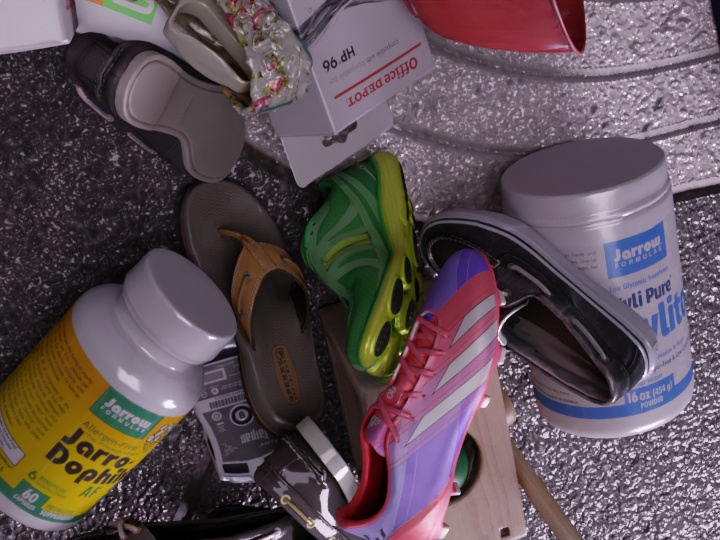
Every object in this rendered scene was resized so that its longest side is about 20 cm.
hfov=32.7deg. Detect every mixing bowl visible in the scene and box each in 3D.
[{"bbox_3d":[0.077,-0.233,0.828,0.107,0.201,0.203,-11,113,18],"label":"mixing bowl"}]

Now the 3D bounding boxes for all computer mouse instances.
[{"bbox_3d":[-0.085,0.131,0.975,0.108,0.044,0.203,-13,116,-4],"label":"computer mouse"}]

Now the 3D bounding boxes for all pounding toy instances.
[{"bbox_3d":[0.071,0.127,0.924,0.140,0.200,0.187,-16,112,-8],"label":"pounding toy"}]

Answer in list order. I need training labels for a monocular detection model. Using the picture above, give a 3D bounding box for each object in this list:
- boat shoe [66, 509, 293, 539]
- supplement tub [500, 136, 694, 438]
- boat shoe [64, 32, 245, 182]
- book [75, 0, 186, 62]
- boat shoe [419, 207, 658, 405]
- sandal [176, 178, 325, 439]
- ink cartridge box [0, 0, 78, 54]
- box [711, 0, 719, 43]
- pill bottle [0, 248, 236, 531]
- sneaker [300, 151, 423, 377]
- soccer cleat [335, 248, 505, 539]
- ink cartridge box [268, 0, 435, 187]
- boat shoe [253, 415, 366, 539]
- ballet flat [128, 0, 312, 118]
[{"bbox_3d":[-0.140,0.205,0.927,0.197,0.067,0.058,8,96,-28],"label":"boat shoe"},{"bbox_3d":[0.185,0.013,0.952,0.130,0.132,0.203,-16,112,-8],"label":"supplement tub"},{"bbox_3d":[-0.132,-0.113,0.827,0.056,0.200,0.068,30,89,17],"label":"boat shoe"},{"bbox_3d":[-0.192,-0.234,0.827,0.197,0.048,0.136,18,100,-16],"label":"book"},{"bbox_3d":[0.116,0.022,0.871,0.071,0.198,0.073,-34,146,-44],"label":"boat shoe"},{"bbox_3d":[-0.071,0.024,0.900,0.081,0.054,0.203,-14,83,-32],"label":"sandal"},{"bbox_3d":[-0.253,-0.228,0.718,0.142,0.147,0.204,-9,105,-8],"label":"ink cartridge box"},{"bbox_3d":[0.355,-0.153,0.929,0.103,0.148,0.203,-21,111,-5],"label":"box"},{"bbox_3d":[-0.182,0.082,0.875,0.112,0.113,0.200,39,108,-22],"label":"pill bottle"},{"bbox_3d":[0.000,0.000,0.880,0.082,0.202,0.075,-13,133,12],"label":"sneaker"},{"bbox_3d":[0.039,0.083,0.801,0.075,0.067,0.203,10,98,-28],"label":"soccer cleat"},{"bbox_3d":[-0.020,-0.171,0.848,0.116,0.067,0.203,-37,117,-35],"label":"ink cartridge box"},{"bbox_3d":[-0.028,0.186,0.926,0.060,0.072,0.202,-36,139,-12],"label":"boat shoe"},{"bbox_3d":[-0.111,-0.178,0.774,0.200,0.076,0.064,46,56,1],"label":"ballet flat"}]
